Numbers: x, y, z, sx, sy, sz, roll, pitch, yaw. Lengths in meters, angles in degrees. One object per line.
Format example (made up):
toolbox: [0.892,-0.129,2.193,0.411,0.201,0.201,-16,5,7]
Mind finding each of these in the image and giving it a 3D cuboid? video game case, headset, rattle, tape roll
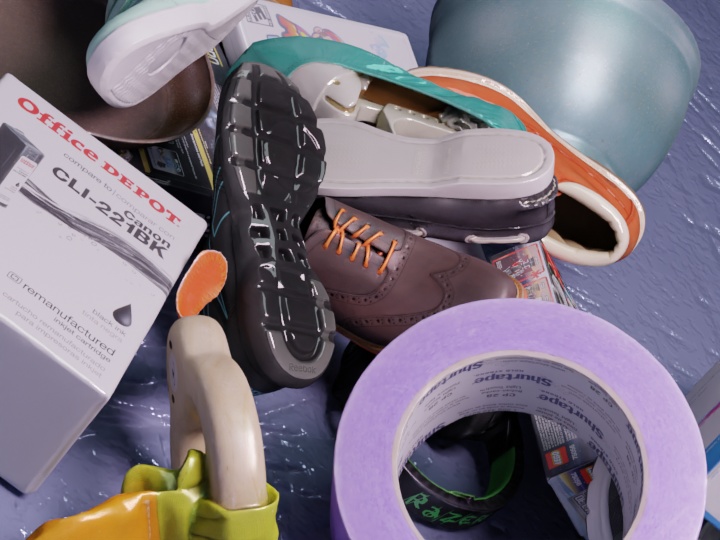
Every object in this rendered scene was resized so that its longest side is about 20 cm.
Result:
video game case: [-0.004,-0.085,1.601,0.182,0.024,0.200,7,58,-47]
headset: [0.047,0.056,1.446,0.123,0.094,0.200,18,45,-36]
rattle: [-0.120,0.082,1.227,0.143,0.130,0.200,-15,58,-3]
tape roll: [0.083,0.122,1.296,0.199,0.085,0.200,1,65,-2]

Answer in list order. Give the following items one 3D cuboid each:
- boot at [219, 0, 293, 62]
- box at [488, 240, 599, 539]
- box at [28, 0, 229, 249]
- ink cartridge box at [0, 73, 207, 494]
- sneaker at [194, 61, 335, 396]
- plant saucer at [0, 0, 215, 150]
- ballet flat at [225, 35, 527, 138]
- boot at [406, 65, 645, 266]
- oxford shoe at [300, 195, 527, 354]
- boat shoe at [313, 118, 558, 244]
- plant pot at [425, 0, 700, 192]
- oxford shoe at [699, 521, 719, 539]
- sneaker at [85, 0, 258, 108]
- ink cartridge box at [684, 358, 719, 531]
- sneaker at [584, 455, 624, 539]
boot: [-0.127,-0.230,1.657,0.200,0.074,0.155,44,28,-22]
box: [0.138,0.093,1.497,0.200,0.040,0.137,-101,164,-47]
box: [-0.143,-0.105,1.490,0.161,0.049,0.200,13,39,-38]
ink cartridge box: [-0.181,0.001,1.261,0.144,0.084,0.200,37,28,-8]
sneaker: [-0.067,-0.023,1.355,0.075,0.079,0.200,16,61,-38]
plant saucer: [-0.180,-0.138,1.416,0.200,0.032,0.200,25,36,-19]
ballet flat: [0.011,-0.097,1.495,0.200,0.067,0.070,16,19,-2]
boot: [0.098,-0.068,1.571,0.200,0.075,0.107,31,15,3]
oxford shoe: [0.000,0.000,1.393,0.071,0.200,0.073,-66,150,-28]
boat shoe: [0.020,-0.050,1.441,0.199,0.060,0.074,1,40,9]
plant pot: [0.134,-0.106,1.700,0.200,0.200,0.134,28,57,-22]
oxford shoe: [0.246,0.211,1.510,0.075,0.058,0.200,34,27,-5]
sneaker: [-0.141,-0.167,1.390,0.118,0.074,0.200,45,22,-1]
ink cartridge box: [0.287,0.138,1.576,0.144,0.085,0.200,39,11,-5]
sneaker: [0.179,0.175,1.361,0.074,0.084,0.201,16,75,-52]
